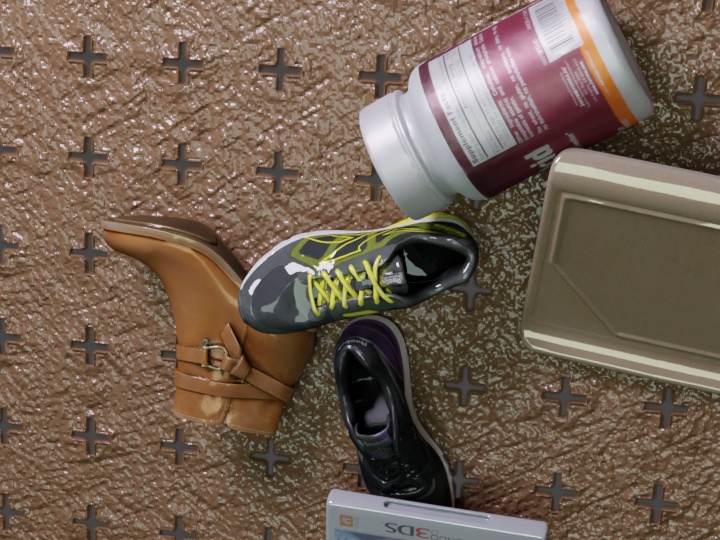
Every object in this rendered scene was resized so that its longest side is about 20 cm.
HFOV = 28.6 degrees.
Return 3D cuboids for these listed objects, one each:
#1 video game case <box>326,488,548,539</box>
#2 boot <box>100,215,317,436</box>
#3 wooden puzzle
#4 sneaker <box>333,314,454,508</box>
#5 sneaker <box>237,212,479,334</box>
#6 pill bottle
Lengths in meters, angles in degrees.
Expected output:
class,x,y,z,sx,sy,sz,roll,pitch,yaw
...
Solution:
class,x,y,z,sx,sy,sz,roll,pitch,yaw
video game case,0.059,0.278,1.187,0.181,0.023,0.201,7,123,10
boot,-0.136,0.045,1.166,0.199,0.074,0.156,18,102,3
wooden puzzle,0.223,0.001,1.076,0.184,0.037,0.201,12,134,8
sneaker,0.018,0.143,1.156,0.075,0.088,0.201,-17,100,15
sneaker,0.000,0.000,1.100,0.199,0.085,0.075,-19,100,-6
pill bottle,0.107,-0.123,1.057,0.199,0.114,0.115,-26,98,17
